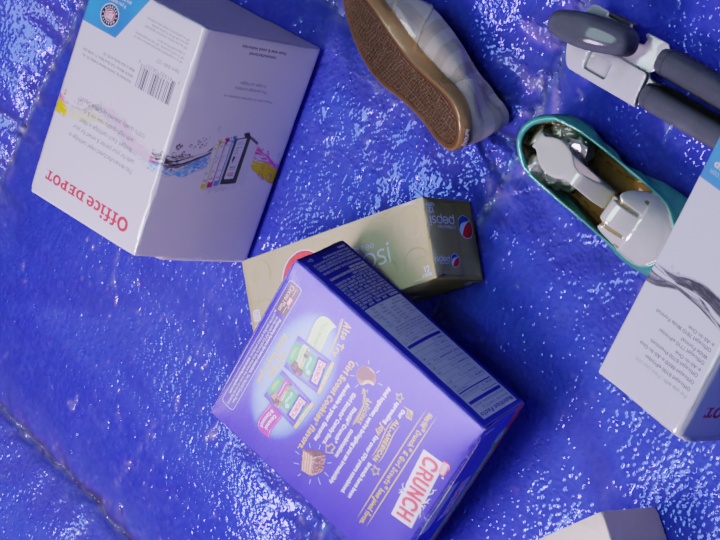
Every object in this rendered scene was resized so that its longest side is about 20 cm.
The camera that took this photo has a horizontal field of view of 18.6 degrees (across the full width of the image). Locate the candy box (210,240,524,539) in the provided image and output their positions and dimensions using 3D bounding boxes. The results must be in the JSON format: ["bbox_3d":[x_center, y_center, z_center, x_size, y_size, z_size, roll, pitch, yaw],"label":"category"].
[{"bbox_3d":[0.004,0.106,1.708,0.200,0.077,0.170,42,123,16],"label":"candy box"}]

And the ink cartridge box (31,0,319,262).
[{"bbox_3d":[-0.157,-0.127,1.856,0.147,0.144,0.201,31,107,37],"label":"ink cartridge box"}]

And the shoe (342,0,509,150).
[{"bbox_3d":[0.048,-0.170,1.753,0.200,0.053,0.070,54,152,32],"label":"shoe"}]

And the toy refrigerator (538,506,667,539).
[{"bbox_3d":[0.199,0.278,1.584,0.070,0.076,0.202,-29,70,35],"label":"toy refrigerator"}]

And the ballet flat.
[{"bbox_3d":[0.184,-0.049,1.615,0.200,0.070,0.068,43,114,33],"label":"ballet flat"}]

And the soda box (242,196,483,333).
[{"bbox_3d":[0.000,0.000,1.771,0.199,0.064,0.068,-19,76,39],"label":"soda box"}]

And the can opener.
[{"bbox_3d":[0.217,-0.134,1.593,0.200,0.067,0.054,36,111,36],"label":"can opener"}]

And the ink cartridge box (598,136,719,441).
[{"bbox_3d":[0.269,0.008,1.491,0.084,0.144,0.201,38,112,35],"label":"ink cartridge box"}]
